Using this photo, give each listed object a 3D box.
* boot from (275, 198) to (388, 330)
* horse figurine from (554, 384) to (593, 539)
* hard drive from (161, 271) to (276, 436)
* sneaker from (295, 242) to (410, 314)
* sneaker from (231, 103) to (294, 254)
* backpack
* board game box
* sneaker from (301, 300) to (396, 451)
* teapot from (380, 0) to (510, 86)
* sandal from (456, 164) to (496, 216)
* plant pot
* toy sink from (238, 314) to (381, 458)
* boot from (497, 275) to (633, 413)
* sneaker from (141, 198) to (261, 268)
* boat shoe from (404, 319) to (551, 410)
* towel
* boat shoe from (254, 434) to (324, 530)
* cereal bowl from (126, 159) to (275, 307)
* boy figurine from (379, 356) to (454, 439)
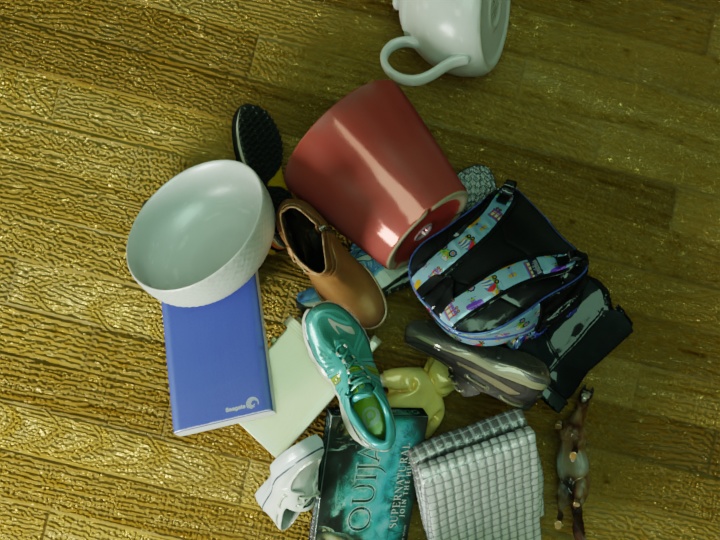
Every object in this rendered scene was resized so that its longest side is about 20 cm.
[{"bbox_3d":[-0.035,-0.006,1.454,0.076,0.155,0.201,-32,92,0],"label":"boot"},{"bbox_3d":[0.283,0.264,1.560,0.049,0.132,0.203,-2,95,17],"label":"horse figurine"},{"bbox_3d":[-0.182,0.095,1.479,0.130,0.025,0.203,-14,68,11],"label":"hard drive"},{"bbox_3d":[0.000,0.000,1.588,0.198,0.079,0.091,-26,69,-7],"label":"sneaker"},{"bbox_3d":[-0.143,-0.117,1.571,0.069,0.090,0.203,-13,84,-41],"label":"sneaker"},{"bbox_3d":[0.166,0.015,1.490,0.199,0.135,0.183,-32,60,-15],"label":"backpack"},{"bbox_3d":[0.008,0.275,1.532,0.133,0.028,0.203,2,108,-17],"label":"board game box"},{"bbox_3d":[-0.005,0.128,1.436,0.077,0.080,0.202,-28,96,-8],"label":"sneaker"},{"bbox_3d":[0.111,-0.350,1.557,0.144,0.200,0.200,7,105,19],"label":"teapot"},{"bbox_3d":[0.141,-0.046,1.605,0.074,0.045,0.203,8,100,4],"label":"sandal"},{"bbox_3d":[0.030,-0.111,1.503,0.200,0.201,0.178,-40,74,-4],"label":"plant pot"},{"bbox_3d":[-0.079,0.130,1.537,0.112,0.130,0.200,42,87,1],"label":"toy sink"},{"bbox_3d":[0.250,0.067,1.581,0.200,0.076,0.169,41,87,-2],"label":"boot"},{"bbox_3d":[-0.205,-0.027,1.570,0.114,0.076,0.200,-35,92,-6],"label":"sneaker"},{"bbox_3d":[0.144,0.127,1.511,0.198,0.075,0.074,22,110,6],"label":"boat shoe"},{"bbox_3d":[0.152,0.286,1.524,0.164,0.086,0.202,-18,126,-10],"label":"towel"},{"bbox_3d":[-0.078,0.273,1.500,0.073,0.200,0.067,-26,72,-27],"label":"boat shoe"},{"bbox_3d":[-0.188,-0.036,1.464,0.198,0.083,0.202,-16,49,19],"label":"cereal bowl"},{"bbox_3d":[0.061,0.174,1.567,0.200,0.064,0.125,-43,115,-6],"label":"boy figurine"}]
